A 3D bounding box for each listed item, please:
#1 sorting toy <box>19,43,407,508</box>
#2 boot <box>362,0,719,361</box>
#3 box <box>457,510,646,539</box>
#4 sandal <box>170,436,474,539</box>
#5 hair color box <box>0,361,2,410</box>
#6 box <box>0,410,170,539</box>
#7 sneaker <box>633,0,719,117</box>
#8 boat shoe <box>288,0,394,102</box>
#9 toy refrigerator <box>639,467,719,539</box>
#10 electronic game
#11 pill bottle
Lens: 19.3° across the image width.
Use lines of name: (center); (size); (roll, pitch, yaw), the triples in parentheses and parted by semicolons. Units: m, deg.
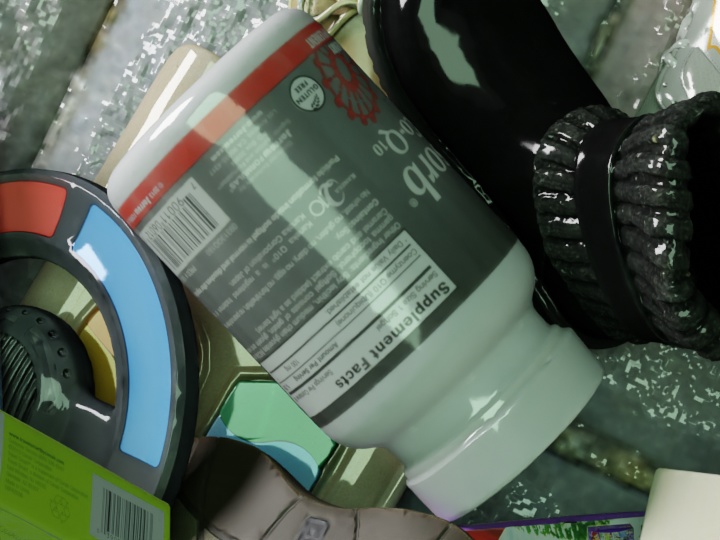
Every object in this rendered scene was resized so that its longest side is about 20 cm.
sorting toy: (-0.049, 0.021, 0.955); (0.199, 0.036, 0.186); (31, 89, 9)
boot: (0.091, -0.057, 0.864); (0.079, 0.158, 0.212); (-36, 97, -14)
box: (0.086, 0.205, 0.886); (0.136, 0.039, 0.202); (0, 83, -28)
sandal: (-0.022, 0.123, 0.872); (0.199, 0.055, 0.082); (7, 59, 39)
hair color box: (-0.211, 0.010, 0.922); (0.099, 0.060, 0.202); (-21, 64, 33)
box: (-0.188, 0.123, 0.855); (0.199, 0.122, 0.048); (-25, 49, 29)
sneaker: (0.160, -0.097, 0.925); (0.091, 0.076, 0.202); (-8, 82, 11)
boat shoe: (0.012, -0.154, 0.945); (0.073, 0.063, 0.202); (17, 82, 2)
toy refrigerator: (0.135, 0.188, 0.843); (0.069, 0.076, 0.202); (3, 71, 34)
electronic game: (-0.152, 0.055, 0.929); (0.199, 0.041, 0.202); (-5, 80, 33)
pill bottle: (0.000, 0.000, 0.879); (0.116, 0.116, 0.200); (-43, 92, 1)
